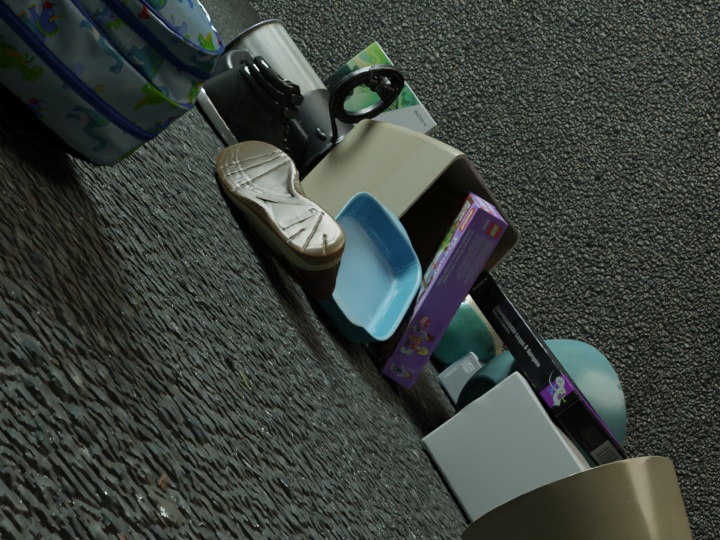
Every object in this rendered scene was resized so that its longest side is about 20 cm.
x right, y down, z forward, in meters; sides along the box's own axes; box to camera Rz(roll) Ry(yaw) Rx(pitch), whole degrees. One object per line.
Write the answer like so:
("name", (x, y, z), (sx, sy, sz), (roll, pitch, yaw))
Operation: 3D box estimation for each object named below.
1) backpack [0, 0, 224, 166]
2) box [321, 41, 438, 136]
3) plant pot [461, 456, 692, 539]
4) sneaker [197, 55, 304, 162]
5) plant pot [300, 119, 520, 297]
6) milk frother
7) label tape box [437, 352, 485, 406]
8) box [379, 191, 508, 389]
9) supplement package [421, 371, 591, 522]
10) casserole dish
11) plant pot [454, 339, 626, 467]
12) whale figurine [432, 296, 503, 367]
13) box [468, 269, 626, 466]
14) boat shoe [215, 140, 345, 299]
("backpack", (-0.169, -0.149, 0.653), (0.163, 0.153, 0.201), (51, -11, 52))
("box", (-0.015, -0.191, 1.615), (0.145, 0.199, 0.036), (54, 3, 6))
("plant pot", (0.198, 0.279, 0.951), (0.187, 0.186, 0.201), (42, 28, -62))
("sneaker", (-0.087, -0.145, 1.310), (0.201, 0.099, 0.071), (54, 4, -15))
("plant pot", (0.035, -0.060, 1.417), (0.177, 0.200, 0.200), (43, -2, 38))
("milk frother", (-0.065, -0.233, 1.479), (0.189, 0.199, 0.180), (54, 8, 8))
("label tape box", (0.197, 0.221, 1.613), (0.201, 0.066, 0.143), (56, 7, 29))
("box", (0.085, 0.017, 1.281), (0.039, 0.201, 0.137), (29, 9, -5))
("supplement package", (0.172, 0.223, 1.169), (0.201, 0.121, 0.120), (58, 8, 29))
("casserole dish", (0.000, 0.000, 1.209), (0.121, 0.039, 0.200), (53, 30, -12))
("plant pot", (0.189, 0.173, 1.387), (0.134, 0.201, 0.201), (11, 33, -33))
("whale figurine", (0.140, 0.108, 1.740), (0.159, 0.104, 0.201), (41, -25, 29))
("box", (0.191, 0.103, 1.246), (0.143, 0.036, 0.201), (47, 10, -45))
("boat shoe", (-0.075, -0.046, 1.098), (0.200, 0.072, 0.072), (46, -30, 40))
